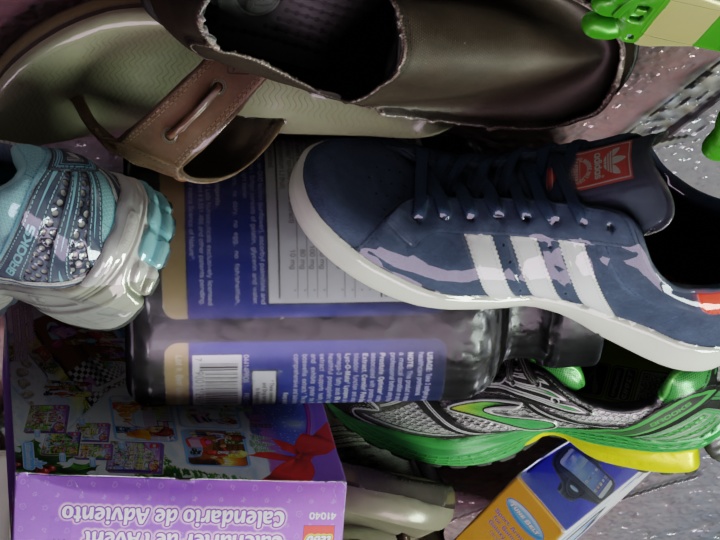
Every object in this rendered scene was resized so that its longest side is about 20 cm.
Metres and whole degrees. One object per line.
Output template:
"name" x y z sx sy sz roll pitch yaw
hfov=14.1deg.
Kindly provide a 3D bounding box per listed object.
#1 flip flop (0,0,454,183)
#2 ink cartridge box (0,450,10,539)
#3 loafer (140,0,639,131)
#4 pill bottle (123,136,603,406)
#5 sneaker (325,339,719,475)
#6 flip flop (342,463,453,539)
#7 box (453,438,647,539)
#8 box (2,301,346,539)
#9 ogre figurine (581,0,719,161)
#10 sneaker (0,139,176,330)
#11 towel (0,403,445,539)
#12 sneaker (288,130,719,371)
"flip flop" -0.053 -0.065 1.162 0.198 0.058 0.081 2 149 -6
"ink cartridge box" -0.124 0.196 1.443 0.144 0.148 0.200 -2 151 0
"loafer" 0.014 -0.085 1.100 0.199 0.071 0.073 7 118 -15
"pill bottle" 0.000 0.000 1.223 0.198 0.113 0.112 -1 149 -4
"sneaker" 0.072 0.039 1.309 0.199 0.079 0.085 1 152 16
"flip flop" -0.001 0.131 1.379 0.080 0.058 0.200 7 169 -10
"box" 0.093 0.119 1.436 0.119 0.042 0.200 -34 171 -37
"box" -0.086 0.067 1.262 0.136 0.200 0.039 2 109 -8
"ogre figurine" 0.131 -0.119 1.032 0.098 0.121 0.199 -24 142 36
"sneaker" -0.163 -0.025 1.176 0.199 0.078 0.086 -5 150 46
"towel" -0.063 0.100 1.462 0.198 0.035 0.193 -6 150 10
"sneaker" 0.074 -0.026 1.130 0.199 0.075 0.085 13 140 -15
